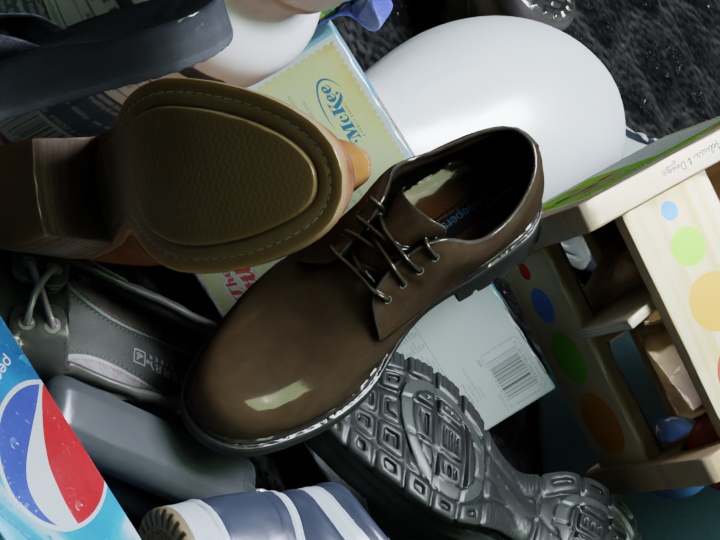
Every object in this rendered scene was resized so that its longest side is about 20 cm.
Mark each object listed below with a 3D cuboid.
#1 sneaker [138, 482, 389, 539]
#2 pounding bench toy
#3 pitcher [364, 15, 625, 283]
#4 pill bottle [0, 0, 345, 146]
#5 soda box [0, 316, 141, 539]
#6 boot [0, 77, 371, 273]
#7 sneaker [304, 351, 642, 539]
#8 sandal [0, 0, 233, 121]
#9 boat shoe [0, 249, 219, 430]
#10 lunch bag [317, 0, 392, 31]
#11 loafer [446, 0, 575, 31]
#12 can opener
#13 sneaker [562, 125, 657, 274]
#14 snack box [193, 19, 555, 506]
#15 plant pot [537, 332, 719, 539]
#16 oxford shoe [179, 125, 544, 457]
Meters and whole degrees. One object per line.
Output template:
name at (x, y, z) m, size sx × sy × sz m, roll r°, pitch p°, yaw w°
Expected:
sneaker at (-0.021, 0.187, 1.059) m, size 0.108 × 0.070 × 0.201 m, roll -12°, pitch 90°, yaw -35°
pounding bench toy at (0.188, 0.006, 1.204) m, size 0.199 × 0.124 × 0.157 m, roll -28°, pitch 93°, yaw -22°
pitcher at (0.043, -0.037, 1.266) m, size 0.199 × 0.121 × 0.173 m, roll -14°, pitch 100°, yaw -42°
pill bottle at (-0.086, -0.124, 1.067) m, size 0.119 × 0.199 × 0.120 m, roll 27°, pitch 52°, yaw -41°
soda box at (-0.148, 0.090, 0.989) m, size 0.201 × 0.068 × 0.064 m, roll 59°, pitch 38°, yaw -11°
boot at (-0.043, -0.038, 1.026) m, size 0.154 × 0.199 × 0.074 m, roll -2°, pitch 93°, yaw -49°
sneaker at (0.036, 0.111, 1.146) m, size 0.200 × 0.091 × 0.076 m, roll 37°, pitch 42°, yaw -23°
sandal at (-0.149, -0.084, 0.987) m, size 0.076 × 0.199 × 0.043 m, roll -85°, pitch 158°, yaw -71°
boat shoe at (-0.112, 0.024, 1.076) m, size 0.200 × 0.057 × 0.067 m, roll 26°, pitch 53°, yaw -41°
lunch bag at (-0.054, -0.185, 1.165) m, size 0.200 × 0.150 × 0.094 m, roll 45°, pitch 42°, yaw -18°
loafer at (0.053, -0.193, 1.389) m, size 0.073 × 0.071 × 0.201 m, roll 20°, pitch 41°, yaw -37°
can opener at (-0.071, 0.105, 1.088) m, size 0.200 × 0.052 × 0.067 m, roll 34°, pitch 49°, yaw -36°
sneaker at (0.154, -0.060, 1.432) m, size 0.199 × 0.079 × 0.130 m, roll 49°, pitch 39°, yaw -23°
snack box at (-0.010, 0.000, 1.168) m, size 0.201 × 0.116 × 0.037 m, roll 58°, pitch 5°, yaw -13°
plant pot at (0.187, 0.119, 1.335) m, size 0.141 × 0.141 × 0.201 m, roll -3°, pitch 67°, yaw -51°
oxford shoe at (0.000, 0.000, 1.076) m, size 0.073 × 0.085 × 0.200 m, roll 42°, pitch 68°, yaw 15°
